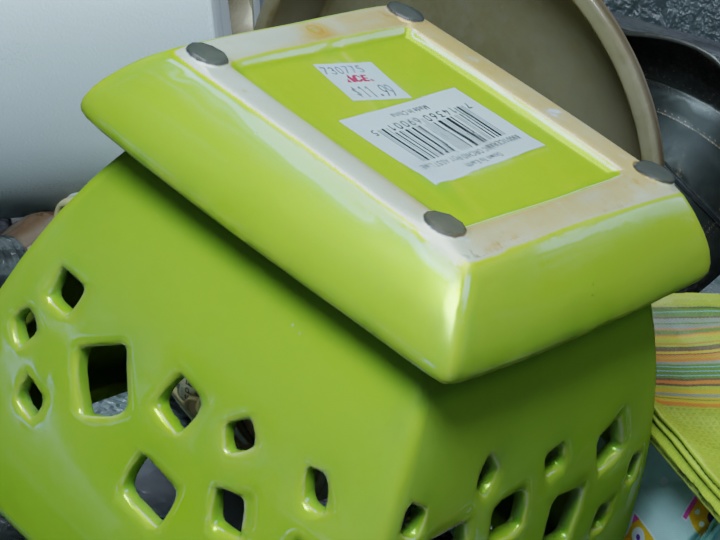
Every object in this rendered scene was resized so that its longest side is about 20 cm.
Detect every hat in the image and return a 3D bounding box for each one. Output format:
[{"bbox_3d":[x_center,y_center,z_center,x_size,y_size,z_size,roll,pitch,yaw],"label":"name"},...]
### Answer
[{"bbox_3d":[0.130,-0.033,1.085,0.200,0.081,0.201,36,-15,11],"label":"hat"}]

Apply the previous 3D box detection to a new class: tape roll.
[{"bbox_3d":[-0.127,-0.130,1.145,0.138,0.204,0.203,-4,14,4],"label":"tape roll"}]

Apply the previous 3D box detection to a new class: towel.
[{"bbox_3d":[0.155,0.065,0.877,0.086,0.018,0.200,-3,33,-26],"label":"towel"}]

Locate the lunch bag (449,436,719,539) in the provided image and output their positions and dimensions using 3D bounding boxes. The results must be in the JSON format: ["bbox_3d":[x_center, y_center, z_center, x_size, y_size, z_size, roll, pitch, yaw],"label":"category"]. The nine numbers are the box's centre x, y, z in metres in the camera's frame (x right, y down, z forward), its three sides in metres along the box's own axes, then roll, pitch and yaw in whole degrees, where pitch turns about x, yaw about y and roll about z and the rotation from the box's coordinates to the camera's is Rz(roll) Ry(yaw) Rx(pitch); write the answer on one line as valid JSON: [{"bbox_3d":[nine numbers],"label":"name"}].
[{"bbox_3d":[0.127,0.076,1.002,0.170,0.122,0.200,0,27,-44],"label":"lunch bag"}]

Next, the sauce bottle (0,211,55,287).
[{"bbox_3d":[-0.131,0.003,1.118,0.065,0.065,0.200,27,20,36],"label":"sauce bottle"}]

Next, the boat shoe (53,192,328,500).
[{"bbox_3d":[-0.072,0.031,1.023,0.062,0.074,0.200,-3,35,-35],"label":"boat shoe"}]

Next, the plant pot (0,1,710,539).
[{"bbox_3d":[-0.003,0.022,0.828,0.199,0.182,0.200,36,31,26],"label":"plant pot"}]

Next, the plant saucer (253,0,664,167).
[{"bbox_3d":[0.038,-0.050,0.911,0.200,0.201,0.029,24,33,30],"label":"plant saucer"}]

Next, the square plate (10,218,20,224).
[{"bbox_3d":[-0.112,-0.038,1.356,0.199,0.029,0.198,12,16,-18],"label":"square plate"}]
